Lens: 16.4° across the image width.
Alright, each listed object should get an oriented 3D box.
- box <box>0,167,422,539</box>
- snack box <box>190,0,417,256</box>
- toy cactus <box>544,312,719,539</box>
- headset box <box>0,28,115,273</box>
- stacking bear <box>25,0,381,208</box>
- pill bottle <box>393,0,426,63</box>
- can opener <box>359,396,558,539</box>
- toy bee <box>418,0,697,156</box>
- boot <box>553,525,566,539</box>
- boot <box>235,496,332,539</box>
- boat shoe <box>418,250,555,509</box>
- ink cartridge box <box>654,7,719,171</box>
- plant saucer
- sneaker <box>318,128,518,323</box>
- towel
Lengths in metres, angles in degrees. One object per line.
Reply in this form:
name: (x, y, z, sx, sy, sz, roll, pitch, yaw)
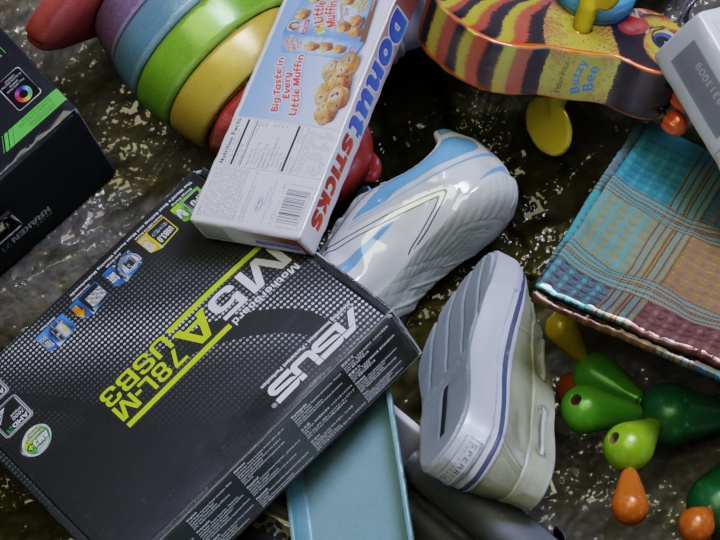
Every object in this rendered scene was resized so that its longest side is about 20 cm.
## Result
box: (-0.098, 0.059, 1.338, 0.200, 0.048, 0.193, -43, 42, -9)
snack box: (-0.024, -0.104, 1.364, 0.072, 0.024, 0.201, 9, 67, 31)
toy cactus: (0.184, 0.085, 1.336, 0.164, 0.102, 0.201, 1, 60, -11)
headset box: (-0.269, -0.073, 1.468, 0.174, 0.093, 0.200, -41, 68, -8)
stacking bear: (-0.074, -0.112, 1.442, 0.200, 0.121, 0.114, 46, 120, 11)
pill bottle: (0.084, -0.186, 1.447, 0.199, 0.104, 0.105, -23, 66, 0)
can opener: (0.049, 0.118, 1.328, 0.200, 0.067, 0.053, 38, 117, 34)
toy bee: (0.139, -0.124, 1.376, 0.199, 0.131, 0.109, -18, 47, -4)
boot: (0.062, 0.236, 1.300, 0.199, 0.078, 0.139, -26, 61, -16)
boot: (-0.074, 0.194, 1.321, 0.203, 0.074, 0.154, 13, 59, 11)
boat shoe: (0.071, 0.062, 1.338, 0.062, 0.072, 0.200, 34, 30, -13)
ink cartridge box: (0.272, -0.076, 1.358, 0.200, 0.047, 0.160, -14, 69, -41)
plant saucer: (-0.003, 0.131, 1.297, 0.070, 0.019, 0.201, -21, 57, 21)
sneaker: (0.000, 0.000, 1.408, 0.200, 0.072, 0.072, -40, 51, -7)
towel: (0.186, -0.010, 1.332, 0.146, 0.022, 0.200, 22, 35, 12)
